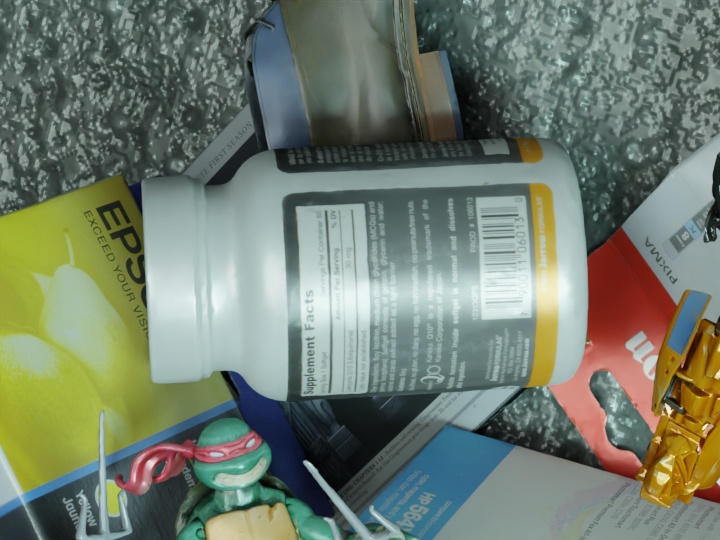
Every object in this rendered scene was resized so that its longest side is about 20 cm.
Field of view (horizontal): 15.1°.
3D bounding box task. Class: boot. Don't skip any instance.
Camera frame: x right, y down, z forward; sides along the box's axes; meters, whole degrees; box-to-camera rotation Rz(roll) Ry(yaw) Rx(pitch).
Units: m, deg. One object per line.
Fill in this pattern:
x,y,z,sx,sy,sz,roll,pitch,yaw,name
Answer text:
-0.022,-0.135,1.306,0.096,0.075,0.201,-16,86,-10,boot

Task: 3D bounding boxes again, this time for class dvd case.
-0.018,0.017,1.365,0.150,0.025,0.200,-44,78,27,dvd case

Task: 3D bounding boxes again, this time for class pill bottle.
0.000,0.000,1.253,0.198,0.116,0.117,-3,96,-4,pill bottle

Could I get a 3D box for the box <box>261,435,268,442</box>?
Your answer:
-0.111,0.189,1.366,0.097,0.124,0.202,-2,96,43,box

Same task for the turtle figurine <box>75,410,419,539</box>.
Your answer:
-0.043,0.140,1.202,0.149,0.101,0.201,-14,101,4,turtle figurine

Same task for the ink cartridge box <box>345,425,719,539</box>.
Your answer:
0.101,0.177,1.266,0.199,0.125,0.129,14,116,23,ink cartridge box

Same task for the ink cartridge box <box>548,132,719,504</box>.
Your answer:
0.177,0.032,1.270,0.200,0.047,0.161,-39,79,22,ink cartridge box

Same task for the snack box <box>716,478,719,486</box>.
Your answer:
0.248,0.134,1.230,0.200,0.024,0.072,46,114,-6,snack box

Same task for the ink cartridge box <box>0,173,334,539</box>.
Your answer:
-0.110,0.058,1.290,0.047,0.199,0.199,-32,84,46,ink cartridge box

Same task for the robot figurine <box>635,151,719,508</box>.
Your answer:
0.196,0.027,1.153,0.144,0.058,0.201,27,118,17,robot figurine
